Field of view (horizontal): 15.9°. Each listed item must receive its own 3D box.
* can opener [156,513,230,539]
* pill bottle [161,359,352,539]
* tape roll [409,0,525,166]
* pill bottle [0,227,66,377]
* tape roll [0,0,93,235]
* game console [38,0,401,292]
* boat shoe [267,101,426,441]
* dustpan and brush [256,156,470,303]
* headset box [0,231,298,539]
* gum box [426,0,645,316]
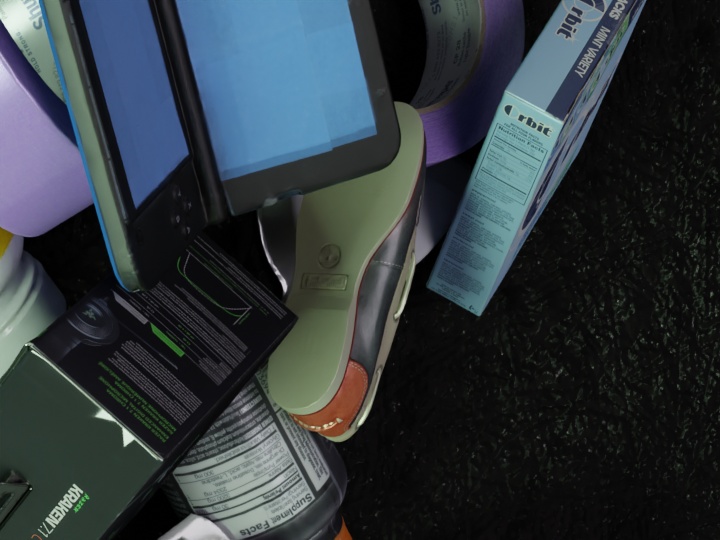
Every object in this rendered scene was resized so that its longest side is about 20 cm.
[{"bbox_3d":[-0.146,0.214,1.465,0.200,0.067,0.054,-37,107,-17],"label":"can opener"},{"bbox_3d":[-0.075,0.102,1.538,0.106,0.106,0.201,-41,117,-31],"label":"pill bottle"},{"bbox_3d":[0.005,-0.157,1.593,0.199,0.065,0.202,8,76,-33],"label":"tape roll"},{"bbox_3d":[-0.253,-0.026,1.377,0.114,0.114,0.200,-52,122,-26],"label":"pill bottle"},{"bbox_3d":[-0.196,-0.121,1.368,0.065,0.201,0.200,-30,120,13],"label":"tape roll"},{"bbox_3d":[-0.071,-0.113,1.323,0.171,0.118,0.201,-56,135,-63],"label":"game console"},{"bbox_3d":[0.000,0.000,1.504,0.063,0.071,0.201,39,62,-52],"label":"boat shoe"},{"bbox_3d":[-0.024,-0.008,1.619,0.139,0.057,0.201,33,64,-24],"label":"dustpan and brush"},{"bbox_3d":[-0.146,0.089,1.368,0.093,0.174,0.200,40,31,1],"label":"headset box"},{"bbox_3d":[0.116,-0.094,1.628,0.044,0.200,0.170,29,53,6],"label":"gum box"}]
